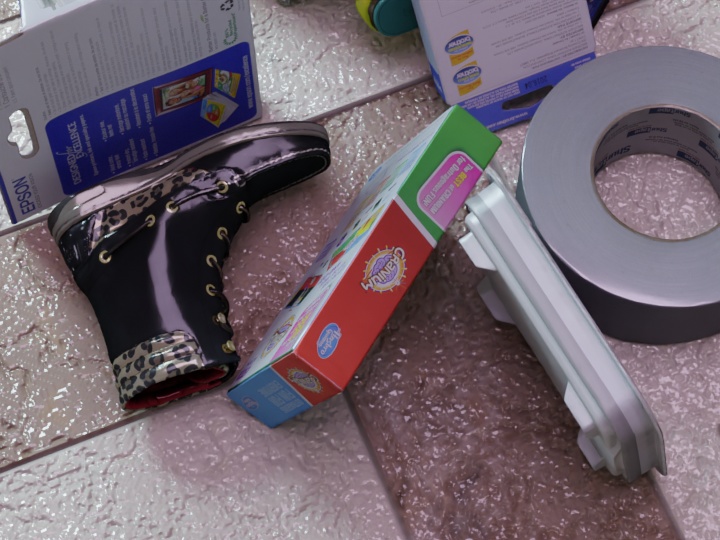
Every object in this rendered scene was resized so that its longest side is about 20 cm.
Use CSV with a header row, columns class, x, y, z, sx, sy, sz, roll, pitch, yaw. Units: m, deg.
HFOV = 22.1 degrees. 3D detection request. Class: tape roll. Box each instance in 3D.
class,x,y,z,sx,sy,sz,roll,pitch,yaw
tape roll,0.207,-0.053,1.271,0.198,0.066,0.202,0,65,1

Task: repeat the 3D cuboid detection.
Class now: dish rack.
class,x,y,z,sx,sy,sz,roll,pitch,yaw
dish rack,0.124,0.044,1.170,0.043,0.172,0.201,-32,69,-2

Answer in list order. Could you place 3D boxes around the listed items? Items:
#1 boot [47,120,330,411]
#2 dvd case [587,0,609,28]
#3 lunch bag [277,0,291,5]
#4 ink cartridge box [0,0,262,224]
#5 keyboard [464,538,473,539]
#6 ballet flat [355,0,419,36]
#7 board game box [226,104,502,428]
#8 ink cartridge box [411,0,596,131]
class,x,y,z,sx,sy,sz,roll,pitch,yaw
boot,-0.096,-0.004,1.245,0.202,0.074,0.155,-20,69,-5
dvd case,0.105,-0.256,1.395,0.198,0.018,0.143,26,68,11
lunch bag,-0.021,-0.310,1.311,0.117,0.200,0.165,34,66,-8
ink cartridge box,-0.166,-0.134,1.236,0.198,0.198,0.047,-23,63,-12
keyboard,0.010,0.249,1.156,0.199,0.011,0.056,-35,69,-16
ballet flat,0.088,-0.226,1.340,0.198,0.067,0.067,-17,43,-6
board game box,0.000,0.000,1.197,0.040,0.153,0.201,37,68,-8
ink cartridge box,0.094,-0.200,1.291,0.118,0.202,0.042,-21,28,-5
